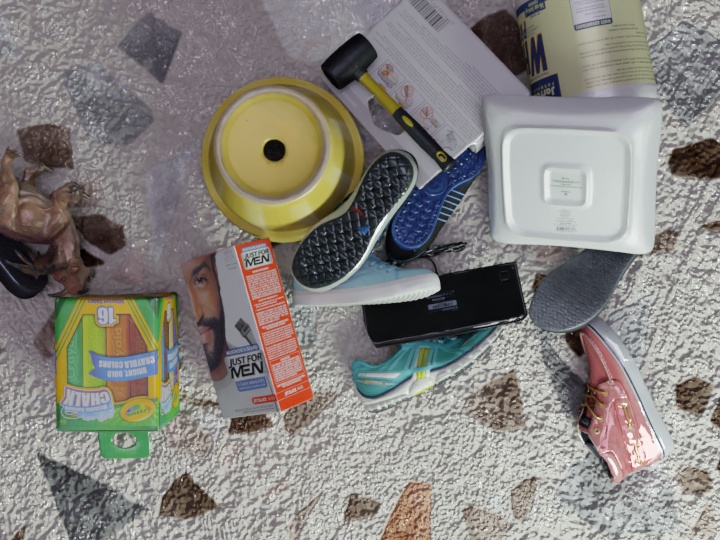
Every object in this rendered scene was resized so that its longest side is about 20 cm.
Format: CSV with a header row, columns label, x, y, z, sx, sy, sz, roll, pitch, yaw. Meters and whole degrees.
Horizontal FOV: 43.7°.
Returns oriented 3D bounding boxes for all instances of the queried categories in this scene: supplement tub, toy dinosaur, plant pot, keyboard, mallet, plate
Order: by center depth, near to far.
label,x,y,z,sx,sy,sz,roll,pitch,yaw
plate,0.239,-0.103,1.035,0.198,0.032,0.201,5,126,20
plant pot,-0.094,-0.133,1.047,0.199,0.189,0.202,0,92,0
mallet,0.045,-0.200,1.061,0.200,0.041,0.066,40,86,9
supplement tub,0.270,-0.247,1.068,0.144,0.145,0.201,-11,90,0
toy dinosaur,-0.408,-0.062,1.096,0.199,0.086,0.136,32,89,-1
keyboard,0.098,0.021,1.113,0.199,0.021,0.128,-10,71,5

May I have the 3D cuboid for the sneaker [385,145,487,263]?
label,x,y,z,sx,sy,sz,roll,pitch,yaw
sneaker,0.090,-0.096,1.113,0.070,0.078,0.200,36,69,3

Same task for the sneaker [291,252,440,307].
label,x,y,z,sx,sy,sz,roll,pitch,yaw
sneaker,0.000,0.000,1.077,0.199,0.074,0.083,-5,86,27

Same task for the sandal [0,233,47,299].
label,x,y,z,sx,sy,sz,roll,pitch,yaw
sandal,-0.468,-0.047,1.108,0.043,0.076,0.201,-33,90,27

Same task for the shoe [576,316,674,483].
label,x,y,z,sx,sy,sz,roll,pitch,yaw
shoe,0.303,0.161,1.109,0.091,0.071,0.201,-29,95,-5

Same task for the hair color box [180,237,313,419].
label,x,y,z,sx,sy,sz,roll,pitch,yaw
hair color box,-0.139,0.072,1.085,0.111,0.064,0.201,-16,89,42

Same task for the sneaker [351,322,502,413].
label,x,y,z,sx,sy,sz,roll,pitch,yaw
sneaker,0.082,0.105,1.110,0.199,0.078,0.080,-25,82,0

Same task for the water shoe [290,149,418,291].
label,x,y,z,sx,sy,sz,roll,pitch,yaw
water shoe,0.001,-0.054,1.045,0.072,0.079,0.200,45,105,5

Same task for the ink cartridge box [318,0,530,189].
label,x,y,z,sx,sy,sz,roll,pitch,yaw
ink cartridge box,0.078,-0.222,1.096,0.176,0.045,0.200,-41,77,1

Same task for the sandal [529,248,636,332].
label,x,y,z,sx,sy,sz,roll,pitch,yaw
sandal,0.290,0.005,1.112,0.200,0.043,0.076,-44,70,-10

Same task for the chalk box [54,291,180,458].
label,x,y,z,sx,sy,sz,roll,pitch,yaw
chalk box,-0.289,0.129,1.081,0.124,0.124,0.202,-2,90,0
